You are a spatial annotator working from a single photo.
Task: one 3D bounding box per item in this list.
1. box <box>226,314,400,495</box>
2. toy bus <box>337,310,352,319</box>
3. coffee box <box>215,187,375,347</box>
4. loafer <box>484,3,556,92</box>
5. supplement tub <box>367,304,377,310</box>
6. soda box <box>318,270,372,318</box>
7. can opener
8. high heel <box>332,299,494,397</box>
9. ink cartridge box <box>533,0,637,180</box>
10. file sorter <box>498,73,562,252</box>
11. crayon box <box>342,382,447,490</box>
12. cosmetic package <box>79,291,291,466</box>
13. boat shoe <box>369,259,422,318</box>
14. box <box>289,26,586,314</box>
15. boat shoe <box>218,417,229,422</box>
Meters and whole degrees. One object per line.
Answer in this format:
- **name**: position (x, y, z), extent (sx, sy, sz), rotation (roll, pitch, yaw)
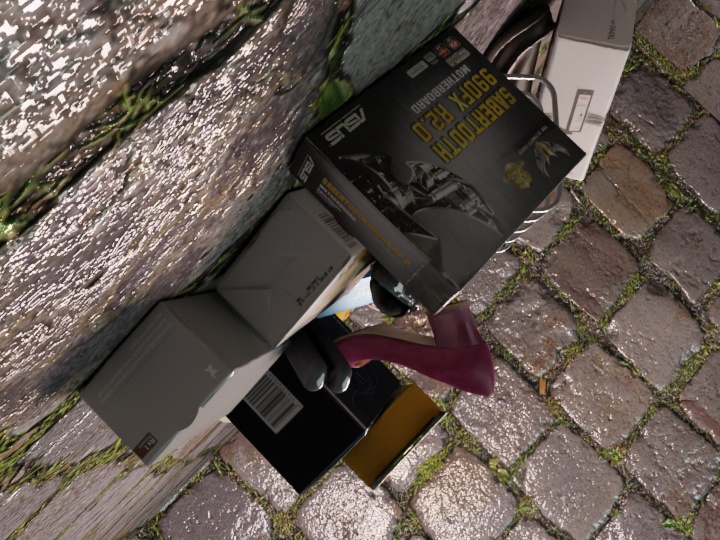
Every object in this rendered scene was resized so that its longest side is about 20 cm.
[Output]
- **box**: position (-0.074, 0.130, 0.986), extent (0.124, 0.200, 0.197), rotation (-46, 175, 17)
- **toy bus**: position (-0.039, 0.037, 1.259), extent (0.078, 0.065, 0.200), rotation (-51, 174, -21)
- **coffee box**: position (-0.038, -0.018, 0.769), extent (0.114, 0.080, 0.200), rotation (-48, 175, 20)
- **loafer**: position (0.181, -0.232, 0.954), extent (0.073, 0.071, 0.200), rotation (-44, 175, -27)
- **supplement tub**: position (0.057, -0.012, 1.323), extent (0.140, 0.140, 0.200), rotation (-45, 176, -11)
- **soda box**: position (0.000, 0.000, 0.989), extent (0.199, 0.064, 0.068), rotation (-13, 149, -44)
- **can opener**: position (-0.058, 0.048, 0.832), extent (0.200, 0.053, 0.067), rotation (48, -55, 58)
- **high heel**: position (0.041, 0.098, 0.821), extent (0.199, 0.097, 0.067), rotation (-18, 178, 29)
- **ink cartridge box**: position (0.262, -0.235, 0.975), extent (0.201, 0.084, 0.147), rotation (93, 13, -51)
- **file sorter**: position (0.114, -0.099, 0.809), extent (0.124, 0.140, 0.200), rotation (-1, 170, -3)
- **crayon box**: position (0.034, 0.203, 1.009), extent (0.126, 0.052, 0.200), rotation (-45, 176, -10)
- **cosmetic package**: position (-0.141, 0.083, 0.702), extent (0.107, 0.090, 0.200), rotation (-47, 173, 5)
- **boat shoe**: position (0.040, 0.014, 0.800), extent (0.068, 0.072, 0.200), rotation (-50, 173, -6)
- **box**: position (0.066, -0.086, 0.640), extent (0.200, 0.158, 0.048), rotation (-42, 174, -33)
- **boat shoe**: position (-0.203, 0.158, 1.030), extent (0.200, 0.071, 0.068), rotation (64, 34, -78)
